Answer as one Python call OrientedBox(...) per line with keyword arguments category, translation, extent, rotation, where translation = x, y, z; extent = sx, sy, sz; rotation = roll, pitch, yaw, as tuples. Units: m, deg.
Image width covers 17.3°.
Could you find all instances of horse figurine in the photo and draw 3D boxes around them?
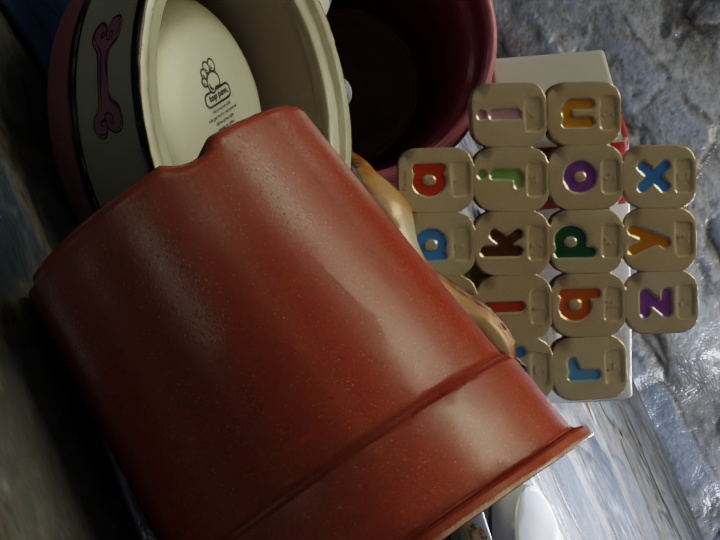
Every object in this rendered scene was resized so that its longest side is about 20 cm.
OrientedBox(category="horse figurine", translation=(0.000, 0.000, 1.446), extent=(0.201, 0.132, 0.050), rotation=(65, 12, 11))

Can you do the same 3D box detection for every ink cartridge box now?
OrientedBox(category="ink cartridge box", translation=(0.136, -0.028, 1.612), extent=(0.145, 0.083, 0.201), rotation=(-93, 178, -61))

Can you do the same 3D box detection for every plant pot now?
OrientedBox(category="plant pot", translation=(-0.034, 0.048, 1.038), extent=(0.196, 0.200, 0.201), rotation=(56, 9, 7))
OrientedBox(category="plant pot", translation=(-0.011, -0.144, 1.650), extent=(0.201, 0.199, 0.179), rotation=(64, -6, 4))

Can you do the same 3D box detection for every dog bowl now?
OrientedBox(category="dog bowl", translation=(-0.084, -0.078, 1.209), extent=(0.200, 0.073, 0.202), rotation=(19, 68, -57))

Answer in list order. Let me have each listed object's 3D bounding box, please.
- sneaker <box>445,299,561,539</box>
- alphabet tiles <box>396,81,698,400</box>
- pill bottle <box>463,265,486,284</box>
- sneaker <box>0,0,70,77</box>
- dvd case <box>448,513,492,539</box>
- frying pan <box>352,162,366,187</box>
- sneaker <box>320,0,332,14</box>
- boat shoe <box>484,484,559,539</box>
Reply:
OrientedBox(category="sneaker", translation=(0.082, 0.101, 1.541), extent=(0.092, 0.075, 0.201), rotation=(-85, -170, -58))
OrientedBox(category="alphabet tiles", translation=(0.118, -0.018, 1.490), extent=(0.015, 0.194, 0.202), rotation=(-165, -107, -78))
OrientedBox(category="pill bottle", translation=(0.019, 0.009, 1.582), extent=(0.113, 0.112, 0.200), rotation=(67, 10, 20))
OrientedBox(category="sneaker", translation=(-0.131, -0.125, 1.262), extent=(0.201, 0.078, 0.066), rotation=(61, 8, -20))
OrientedBox(category="dvd case", translation=(0.034, 0.072, 1.348), extent=(0.143, 0.017, 0.201), rotation=(-129, -160, -78))
OrientedBox(category="frying pan", translation=(-0.052, -0.124, 1.444), extent=(0.191, 0.031, 0.115), rotation=(56, 12, -12))
OrientedBox(category="sneaker", translation=(-0.063, -0.162, 1.517), extent=(0.072, 0.072, 0.202), rotation=(13, 81, -44))
OrientedBox(category="boat shoe", translation=(0.088, 0.207, 1.534), extent=(0.203, 0.085, 0.075), rotation=(69, 31, -48))
